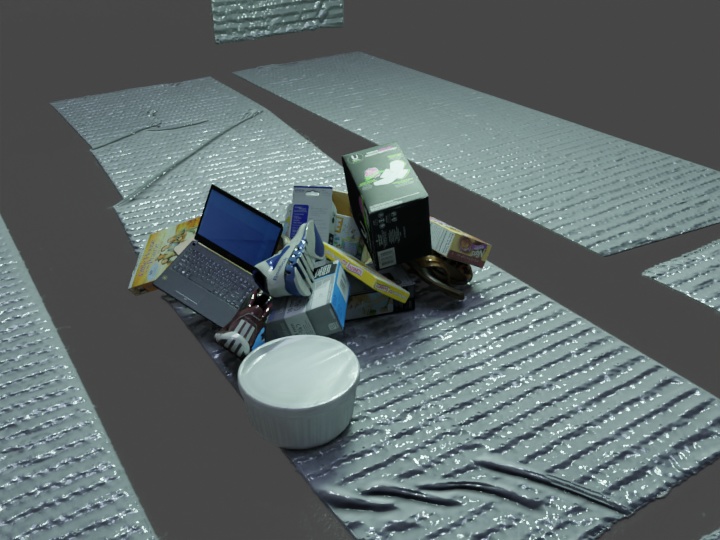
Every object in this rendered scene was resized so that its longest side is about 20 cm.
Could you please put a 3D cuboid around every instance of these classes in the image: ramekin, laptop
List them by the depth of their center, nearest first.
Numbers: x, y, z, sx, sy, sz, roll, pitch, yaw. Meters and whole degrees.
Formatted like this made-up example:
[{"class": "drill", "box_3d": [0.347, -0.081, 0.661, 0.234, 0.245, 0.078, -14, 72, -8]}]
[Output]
[{"class": "ramekin", "box_3d": [-0.096, 0.195, 1.239, 0.196, 0.097, 0.204, -1, 28, 1]}, {"class": "laptop", "box_3d": [-0.267, -0.028, 1.456, 0.174, 0.104, 0.201, 28, 56, 15]}]

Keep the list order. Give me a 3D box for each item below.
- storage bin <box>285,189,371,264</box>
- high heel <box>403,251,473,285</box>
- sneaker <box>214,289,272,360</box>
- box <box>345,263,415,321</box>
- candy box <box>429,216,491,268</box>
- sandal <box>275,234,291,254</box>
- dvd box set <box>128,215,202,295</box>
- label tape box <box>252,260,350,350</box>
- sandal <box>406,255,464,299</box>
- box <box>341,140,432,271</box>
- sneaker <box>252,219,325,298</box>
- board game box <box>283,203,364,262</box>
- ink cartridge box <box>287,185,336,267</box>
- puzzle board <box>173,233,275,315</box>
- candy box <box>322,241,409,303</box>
[{"class": "storage bin", "box_3d": [-0.044, -0.097, 1.793, 0.196, 0.096, 0.198, 14, 31, 27]}, {"class": "high heel", "box_3d": [0.136, -0.011, 1.638, 0.194, 0.073, 0.143, 2, 20, -14]}, {"class": "sneaker", "box_3d": [-0.193, 0.093, 1.351, 0.075, 0.117, 0.200, 34, -12, -10]}, {"class": "box", "box_3d": [0.002, 0.042, 1.563, 0.194, 0.062, 0.117, -9, 29, -15]}, {"class": "candy box", "box_3d": [0.166, -0.072, 1.628, 0.115, 0.058, 0.199, 16, 12, -39]}, {"class": "sandal", "box_3d": [-0.218, -0.049, 1.683, 0.054, 0.084, 0.198, 6, 5, -38]}, {"class": "dvd box set", "box_3d": [-0.387, -0.035, 1.619, 0.196, 0.029, 0.149, -15, 48, 29]}, {"class": "label tape box", "box_3d": [-0.122, 0.072, 1.422, 0.195, 0.064, 0.145, -19, 28, 15]}, {"class": "sandal", "box_3d": [0.136, -0.014, 1.576, 0.199, 0.055, 0.081, 43, 12, 23]}, {"class": "box", "box_3d": [0.052, -0.130, 1.534, 0.121, 0.151, 0.202, -15, 43, -7]}, {"class": "sneaker", "box_3d": [-0.138, -0.015, 1.428, 0.112, 0.082, 0.201, -14, 29, 18]}, {"class": "board game box", "box_3d": [-0.085, -0.059, 1.683, 0.196, 0.138, 0.034, 14, -2, 28]}, {"class": "ink cartridge box", "box_3d": [-0.105, -0.076, 1.651, 0.097, 0.206, 0.039, 5, -5, 22]}, {"class": "puzzle board", "box_3d": [-0.251, -0.014, 1.523, 0.150, 0.018, 0.200, -35, 65, -27]}, {"class": "candy box", "box_3d": [0.000, 0.000, 1.494, 0.101, 0.027, 0.199, 28, 4, -44]}]
